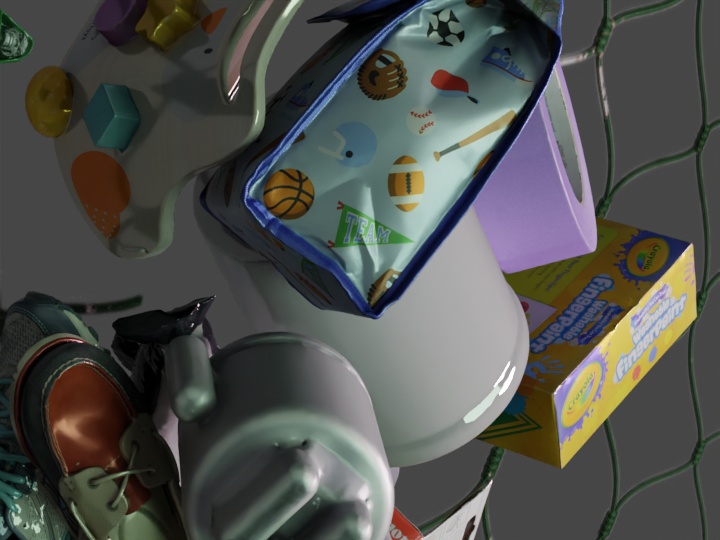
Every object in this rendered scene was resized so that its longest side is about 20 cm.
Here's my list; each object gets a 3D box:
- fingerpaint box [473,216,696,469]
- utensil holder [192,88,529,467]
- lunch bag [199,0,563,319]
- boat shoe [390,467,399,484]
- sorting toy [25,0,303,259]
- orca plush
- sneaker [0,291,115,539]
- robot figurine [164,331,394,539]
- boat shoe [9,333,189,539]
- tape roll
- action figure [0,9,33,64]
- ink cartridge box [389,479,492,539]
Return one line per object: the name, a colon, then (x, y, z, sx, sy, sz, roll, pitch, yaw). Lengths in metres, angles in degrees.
fingerpaint box: (0.126, 0.040, 1.552, 0.200, 0.166, 0.074, -43, 137, -39)
utensil holder: (0.000, 0.000, 1.347, 0.170, 0.169, 0.200, -56, 141, -25)
lunch bag: (0.016, -0.085, 1.143, 0.124, 0.170, 0.200, 42, 84, -11)
boat shoe: (-0.039, 0.193, 1.467, 0.073, 0.065, 0.201, -19, 141, -60)
sorting toy: (-0.077, -0.118, 1.146, 0.107, 0.180, 0.201, 39, 68, -28)
orca plush: (-0.131, 0.066, 1.266, 0.105, 0.071, 0.200, -50, 162, -16)
sneaker: (-0.186, 0.111, 1.200, 0.086, 0.077, 0.201, -24, 124, -46)
robot figurine: (-0.044, 0.104, 1.165, 0.113, 0.200, 0.170, -39, 108, 8)
boat shoe: (-0.132, 0.119, 1.167, 0.071, 0.063, 0.201, -33, 130, -19)
tape roll: (0.106, -0.102, 1.457, 0.200, 0.065, 0.201, -15, 90, -78)
action figure: (-0.230, -0.133, 1.048, 0.200, 0.054, 0.119, 13, 90, -62)
ink cartridge box: (-0.005, 0.204, 1.390, 0.200, 0.050, 0.109, -35, 155, -30)
